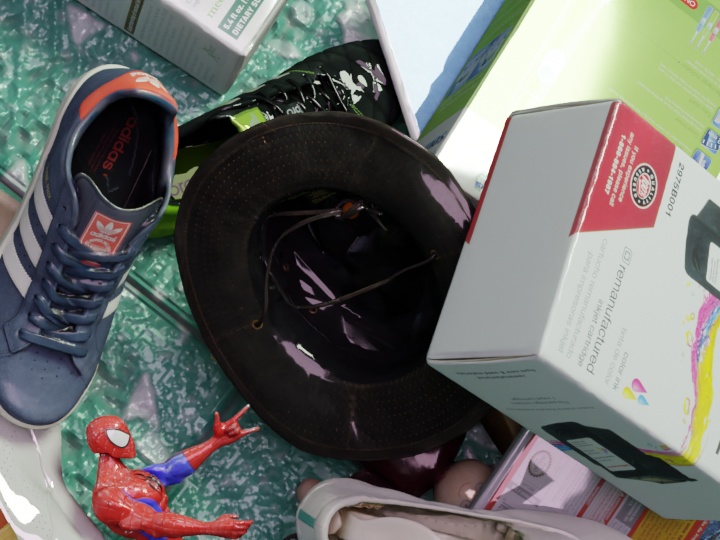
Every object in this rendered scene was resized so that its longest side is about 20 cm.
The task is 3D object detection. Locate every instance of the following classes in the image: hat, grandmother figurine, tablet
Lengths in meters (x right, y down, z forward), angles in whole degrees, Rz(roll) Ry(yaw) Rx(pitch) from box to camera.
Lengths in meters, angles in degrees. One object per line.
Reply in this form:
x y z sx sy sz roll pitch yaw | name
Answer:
0.000 0.000 1.193 0.200 0.081 0.201 7 112 16 | hat
0.010 0.090 1.249 0.200 0.061 0.121 38 100 1 | grandmother figurine
0.087 -0.092 1.298 0.130 0.014 0.200 -14 82 -22 | tablet

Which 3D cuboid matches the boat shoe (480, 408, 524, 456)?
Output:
0.116 0.099 1.263 0.070 0.070 0.200 -31 93 -9 | boat shoe

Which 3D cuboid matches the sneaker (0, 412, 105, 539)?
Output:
-0.193 0.139 1.181 0.088 0.075 0.200 -8 68 -40 | sneaker

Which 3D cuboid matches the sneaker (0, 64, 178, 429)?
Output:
-0.145 -0.012 1.156 0.075 0.084 0.200 15 88 -26 | sneaker

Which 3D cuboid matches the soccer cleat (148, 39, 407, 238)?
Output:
-0.051 -0.078 1.263 0.200 0.081 0.068 -29 84 -15 | soccer cleat

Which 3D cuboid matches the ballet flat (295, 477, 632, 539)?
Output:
0.063 0.156 1.174 0.200 0.069 0.070 13 76 -4 | ballet flat

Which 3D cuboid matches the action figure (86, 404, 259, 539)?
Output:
-0.075 0.156 1.187 0.099 0.065 0.200 -28 97 7 | action figure

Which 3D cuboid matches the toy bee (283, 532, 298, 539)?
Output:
0.024 0.241 1.182 0.131 0.109 0.200 -45 113 -53 | toy bee

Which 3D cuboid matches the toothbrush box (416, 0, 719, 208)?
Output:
0.129 -0.085 1.257 0.146 0.086 0.200 35 67 -10 | toothbrush box

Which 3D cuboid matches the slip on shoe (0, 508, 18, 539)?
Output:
-0.253 0.184 1.138 0.200 0.074 0.061 -43 91 14 | slip on shoe

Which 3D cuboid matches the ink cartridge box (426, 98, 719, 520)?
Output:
0.146 0.025 1.132 0.200 0.083 0.146 33 66 -35 | ink cartridge box

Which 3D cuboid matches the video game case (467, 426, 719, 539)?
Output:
0.161 0.160 1.222 0.200 0.017 0.143 34 89 -4 | video game case

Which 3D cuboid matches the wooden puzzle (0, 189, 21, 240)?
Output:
-0.301 0.001 1.187 0.185 0.037 0.200 31 69 16 | wooden puzzle

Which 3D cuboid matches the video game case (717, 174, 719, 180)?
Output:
0.184 -0.066 1.336 0.182 0.022 0.200 2 77 -11 | video game case

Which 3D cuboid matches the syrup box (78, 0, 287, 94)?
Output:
-0.135 -0.196 1.273 0.200 0.081 0.079 34 72 -3 | syrup box
